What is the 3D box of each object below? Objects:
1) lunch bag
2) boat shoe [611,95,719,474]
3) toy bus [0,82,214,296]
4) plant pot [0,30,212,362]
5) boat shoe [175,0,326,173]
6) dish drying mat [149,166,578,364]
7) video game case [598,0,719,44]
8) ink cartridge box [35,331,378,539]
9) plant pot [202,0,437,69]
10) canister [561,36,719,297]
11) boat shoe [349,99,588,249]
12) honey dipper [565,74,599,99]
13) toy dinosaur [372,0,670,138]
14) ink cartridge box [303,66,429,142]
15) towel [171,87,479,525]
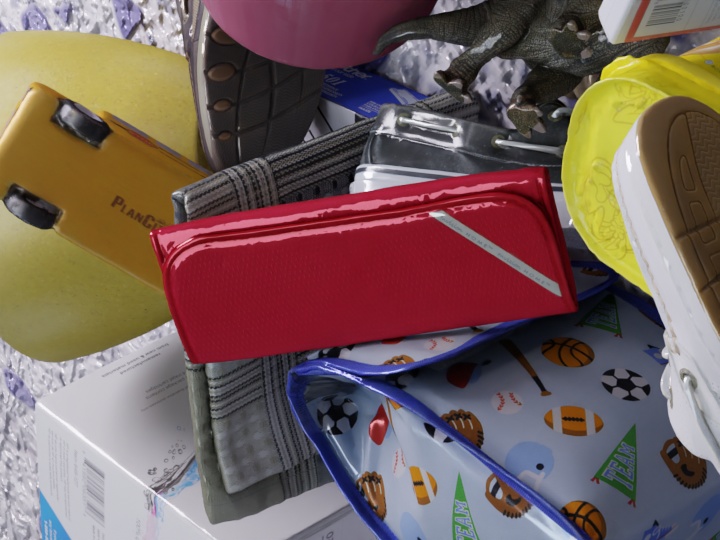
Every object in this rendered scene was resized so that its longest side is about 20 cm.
[{"bbox_3d":[0.085,0.078,1.093,0.200,0.170,0.124,38,134,31],"label":"lunch bag"},{"bbox_3d":[0.133,0.038,0.756,0.069,0.071,0.200,-26,91,51],"label":"boat shoe"},{"bbox_3d":[-0.103,-0.027,1.174,0.200,0.065,0.078,30,-172,-13],"label":"toy bus"},{"bbox_3d":[-0.130,-0.052,1.289,0.142,0.200,0.200,-7,107,25],"label":"plant pot"},{"bbox_3d":[-0.063,-0.146,1.204,0.073,0.074,0.201,170,103,-67],"label":"boat shoe"},{"bbox_3d":[0.000,0.000,1.050,0.200,0.018,0.077,-9,115,17],"label":"dish drying mat"},{"bbox_3d":[0.196,-0.141,0.789,0.143,0.200,0.017,109,147,-58],"label":"video game case"},{"bbox_3d":[-0.085,0.156,1.367,0.200,0.145,0.147,34,135,34],"label":"ink cartridge box"},{"bbox_3d":[-0.015,-0.199,1.050,0.200,0.200,0.179,48,156,20],"label":"plant pot"},{"bbox_3d":[0.199,-0.048,0.853,0.148,0.200,0.087,36,136,32],"label":"canister"},{"bbox_3d":[0.089,-0.051,1.070,0.200,0.072,0.071,7,83,19],"label":"boat shoe"},{"bbox_3d":[0.169,-0.078,1.011,0.200,0.038,0.038,20,126,41],"label":"honey dipper"},{"bbox_3d":[0.097,-0.113,1.019,0.200,0.102,0.077,-15,119,46],"label":"toy dinosaur"},{"bbox_3d":[0.002,-0.013,1.245,0.094,0.044,0.200,28,131,41],"label":"ink cartridge box"},{"bbox_3d":[-0.007,0.022,1.155,0.035,0.192,0.200,27,130,47],"label":"towel"}]
